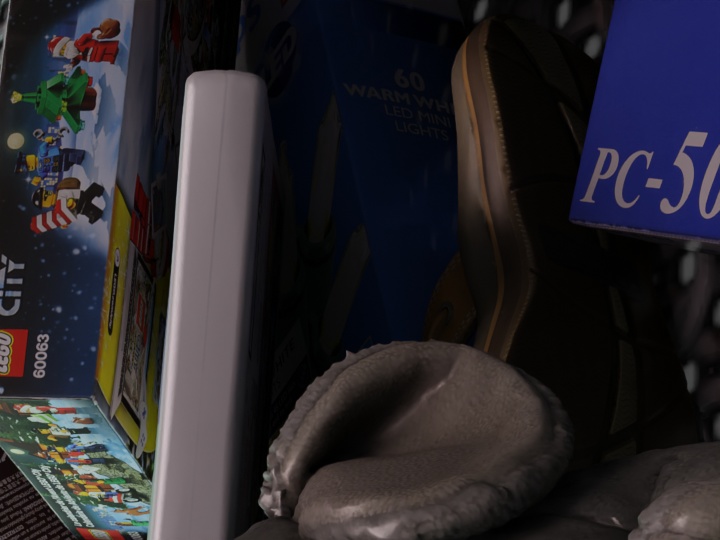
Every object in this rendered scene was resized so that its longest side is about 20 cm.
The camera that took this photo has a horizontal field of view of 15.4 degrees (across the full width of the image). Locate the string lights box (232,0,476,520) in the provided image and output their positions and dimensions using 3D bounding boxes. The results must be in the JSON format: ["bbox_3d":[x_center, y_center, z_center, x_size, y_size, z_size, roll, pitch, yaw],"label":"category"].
[{"bbox_3d":[0.000,0.000,0.830,0.103,0.059,0.201,-55,37,42],"label":"string lights box"}]

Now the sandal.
[{"bbox_3d":[0.044,0.020,0.722,0.054,0.080,0.201,-34,45,36],"label":"sandal"}]

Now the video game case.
[{"bbox_3d":[-0.040,0.062,0.713,0.182,0.023,0.201,89,-176,-83],"label":"video game case"}]

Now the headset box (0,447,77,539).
[{"bbox_3d":[-0.100,0.167,0.866,0.200,0.075,0.149,52,135,11],"label":"headset box"}]

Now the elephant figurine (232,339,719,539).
[{"bbox_3d":[0.018,0.082,0.580,0.199,0.155,0.142,7,79,28],"label":"elephant figurine"}]

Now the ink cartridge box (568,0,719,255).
[{"bbox_3d":[0.128,-0.045,0.632,0.200,0.044,0.094,10,88,61],"label":"ink cartridge box"}]

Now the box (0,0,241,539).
[{"bbox_3d":[-0.070,-0.035,0.776,0.137,0.037,0.201,72,-160,-67],"label":"box"}]
